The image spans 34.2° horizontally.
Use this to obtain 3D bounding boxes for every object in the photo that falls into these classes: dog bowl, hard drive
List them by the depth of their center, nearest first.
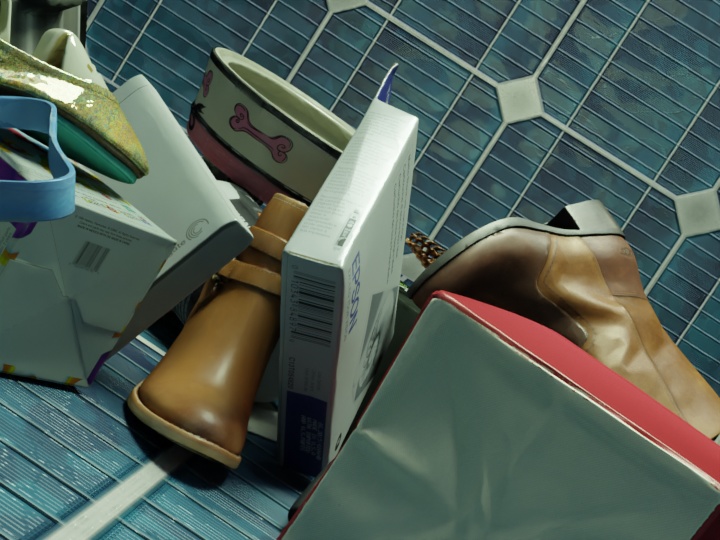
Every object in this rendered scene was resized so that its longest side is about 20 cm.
[{"bbox_3d":[-0.160,-0.039,0.765,0.027,0.132,0.200,50,2,-44],"label":"hard drive"},{"bbox_3d":[-0.062,-0.106,1.010,0.200,0.074,0.200,34,11,-8],"label":"dog bowl"}]

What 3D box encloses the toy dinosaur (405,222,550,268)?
[{"bbox_3d":[0.125,0.028,0.950,0.200,0.102,0.136,8,-24,-33],"label":"toy dinosaur"}]

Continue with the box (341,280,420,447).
[{"bbox_3d":[0.016,0.075,0.975,0.200,0.124,0.149,37,6,36],"label":"box"}]

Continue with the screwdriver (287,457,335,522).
[{"bbox_3d":[0.017,0.098,0.726,0.028,0.029,0.200,14,36,28],"label":"screwdriver"}]

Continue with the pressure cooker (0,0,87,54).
[{"bbox_3d":[-0.293,-0.183,0.869,0.176,0.200,0.179,1,20,-13],"label":"pressure cooker"}]

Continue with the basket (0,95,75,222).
[{"bbox_3d":[-0.229,-0.055,0.505,0.200,0.139,0.176,-3,18,-16],"label":"basket"}]

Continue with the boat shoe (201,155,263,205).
[{"bbox_3d":[-0.153,-0.063,1.136,0.063,0.071,0.200,8,-21,-33],"label":"boat shoe"}]

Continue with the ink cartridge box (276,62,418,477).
[{"bbox_3d":[0.000,0.000,0.760,0.041,0.200,0.200,16,46,10],"label":"ink cartridge box"}]

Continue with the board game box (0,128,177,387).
[{"bbox_3d":[-0.222,-0.034,0.678,0.200,0.103,0.105,36,7,34],"label":"board game box"}]

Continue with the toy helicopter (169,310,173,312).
[{"bbox_3d":[-0.195,-0.021,1.029,0.200,0.079,0.132,22,14,1],"label":"toy helicopter"}]

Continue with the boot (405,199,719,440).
[{"bbox_3d":[0.146,0.060,0.820,0.188,0.068,0.200,-12,67,-35],"label":"boot"}]

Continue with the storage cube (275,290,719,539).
[{"bbox_3d":[0.091,0.134,0.626,0.200,0.171,0.180,36,7,26],"label":"storage cube"}]

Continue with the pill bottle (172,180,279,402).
[{"bbox_3d":[-0.103,0.000,0.913,0.200,0.106,0.106,47,12,34],"label":"pill bottle"}]

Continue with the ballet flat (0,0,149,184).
[{"bbox_3d":[-0.190,-0.113,0.632,0.200,0.071,0.071,26,8,-35],"label":"ballet flat"}]

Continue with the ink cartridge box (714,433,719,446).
[{"bbox_3d":[0.242,0.203,0.714,0.147,0.200,0.083,35,5,18],"label":"ink cartridge box"}]

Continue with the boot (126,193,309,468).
[{"bbox_3d":[-0.072,0.027,0.722,0.074,0.155,0.200,32,5,-14],"label":"boot"}]

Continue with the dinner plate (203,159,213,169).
[{"bbox_3d":[-0.228,-0.092,1.012,0.200,0.024,0.200,-4,-1,0],"label":"dinner plate"}]
